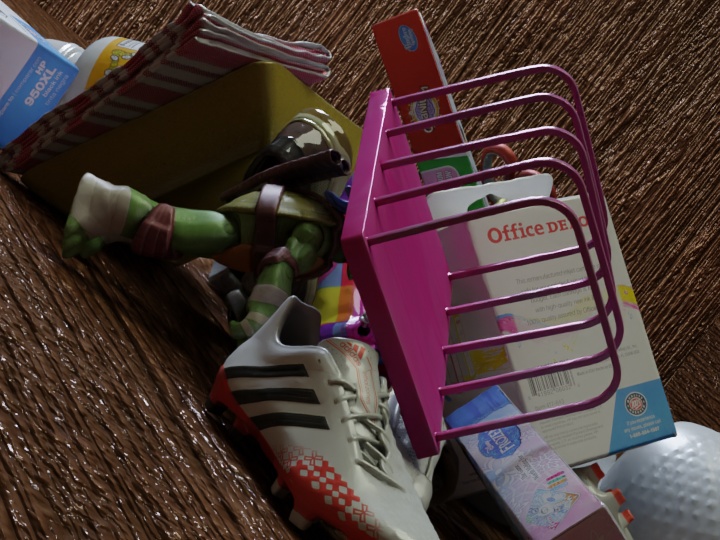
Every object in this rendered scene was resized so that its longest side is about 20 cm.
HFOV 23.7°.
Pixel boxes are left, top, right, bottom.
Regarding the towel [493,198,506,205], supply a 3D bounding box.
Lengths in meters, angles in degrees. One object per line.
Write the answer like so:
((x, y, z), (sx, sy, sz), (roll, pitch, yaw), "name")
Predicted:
((0.118, 0.036, 1.279), (0.144, 0.200, 0.023), (52, -37, -11), "towel")

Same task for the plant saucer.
((-0.107, -0.063, 1.224), (0.200, 0.200, 0.049), (30, 39, -66), "plant saucer")

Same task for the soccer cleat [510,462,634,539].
((0.165, 0.214, 1.173), (0.200, 0.077, 0.069), (59, -3, -33), "soccer cleat")

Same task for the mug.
((0.261, 0.224, 1.305), (0.175, 0.147, 0.200), (54, -30, 28), "mug")

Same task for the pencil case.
((0.000, 0.000, 1.280), (0.088, 0.088, 0.200), (35, 42, -35), "pencil case")

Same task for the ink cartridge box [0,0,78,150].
((-0.316, -0.180, 1.193), (0.145, 0.084, 0.200), (40, 5, 38), "ink cartridge box")

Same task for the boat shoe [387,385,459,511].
((0.024, 0.113, 1.010), (0.069, 0.071, 0.200), (38, 13, 3), "boat shoe")

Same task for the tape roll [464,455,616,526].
((0.119, 0.098, 1.357), (0.200, 0.066, 0.201), (36, 37, -33), "tape roll")

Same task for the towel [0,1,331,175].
((-0.133, -0.112, 1.177), (0.146, 0.200, 0.030), (9, 57, -54), "towel")

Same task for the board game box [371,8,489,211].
((0.068, -0.095, 1.393), (0.153, 0.040, 0.200), (42, 29, -78), "board game box")

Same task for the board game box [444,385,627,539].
((0.133, 0.179, 0.944), (0.200, 0.043, 0.199), (57, -3, -17), "board game box")

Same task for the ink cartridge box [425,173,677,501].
((0.105, 0.041, 1.176), (0.128, 0.125, 0.201), (-9, 79, -36), "ink cartridge box")

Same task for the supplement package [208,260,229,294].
((-0.010, -0.005, 1.440), (0.200, 0.117, 0.117), (36, 43, -29), "supplement package")

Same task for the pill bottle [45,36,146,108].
((-0.170, -0.124, 1.376), (0.199, 0.113, 0.113), (15, -2, 13), "pill bottle")

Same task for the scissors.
((0.129, -0.025, 1.404), (0.073, 0.014, 0.200), (31, -29, 27), "scissors")

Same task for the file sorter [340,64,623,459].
((0.076, -0.016, 0.974), (0.200, 0.125, 0.139), (-80, 154, -61), "file sorter")

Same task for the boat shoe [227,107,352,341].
((-0.065, -0.020, 1.154), (0.073, 0.200, 0.065), (39, 43, 26), "boat shoe")

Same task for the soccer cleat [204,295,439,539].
((-0.010, 0.082, 0.877), (0.069, 0.085, 0.200), (32, 5, -38), "soccer cleat")

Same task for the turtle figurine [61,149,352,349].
((-0.085, 0.019, 1.054), (0.193, 0.200, 0.144), (16, 32, 3), "turtle figurine")
